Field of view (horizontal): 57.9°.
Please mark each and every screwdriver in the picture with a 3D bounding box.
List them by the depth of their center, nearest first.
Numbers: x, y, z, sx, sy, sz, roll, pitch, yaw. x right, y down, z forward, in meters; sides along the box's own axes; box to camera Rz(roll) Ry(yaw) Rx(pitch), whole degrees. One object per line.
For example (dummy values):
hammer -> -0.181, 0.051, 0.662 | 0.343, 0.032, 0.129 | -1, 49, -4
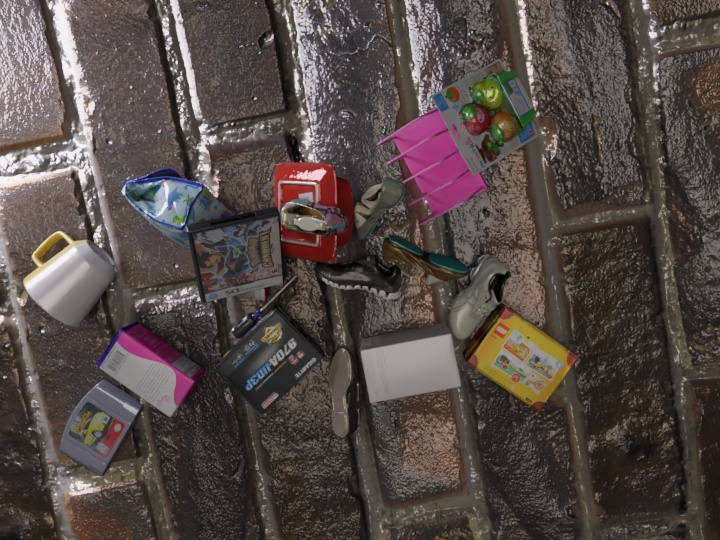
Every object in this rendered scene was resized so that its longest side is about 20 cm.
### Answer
screwdriver -> -0.215, 0.081, 1.465 | 0.200, 0.029, 0.028 | -44, 94, 11

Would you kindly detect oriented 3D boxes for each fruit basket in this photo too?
fruit basket -> 0.264, -0.321, 1.345 | 0.199, 0.094, 0.187 | -32, 96, -27

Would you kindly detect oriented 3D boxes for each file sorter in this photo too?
file sorter -> 0.143, -0.215, 1.349 | 0.138, 0.125, 0.201 | -26, 96, 35

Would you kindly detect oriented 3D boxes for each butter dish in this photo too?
butter dish -> -0.080, -0.128, 1.389 | 0.198, 0.147, 0.203 | 10, 103, 44

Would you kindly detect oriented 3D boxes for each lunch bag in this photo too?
lunch bag -> -0.373, -0.118, 1.352 | 0.198, 0.170, 0.129 | 13, 72, 28

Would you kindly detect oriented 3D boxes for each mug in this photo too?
mug -> -0.632, 0.003, 1.419 | 0.153, 0.149, 0.187 | -45, 100, -2

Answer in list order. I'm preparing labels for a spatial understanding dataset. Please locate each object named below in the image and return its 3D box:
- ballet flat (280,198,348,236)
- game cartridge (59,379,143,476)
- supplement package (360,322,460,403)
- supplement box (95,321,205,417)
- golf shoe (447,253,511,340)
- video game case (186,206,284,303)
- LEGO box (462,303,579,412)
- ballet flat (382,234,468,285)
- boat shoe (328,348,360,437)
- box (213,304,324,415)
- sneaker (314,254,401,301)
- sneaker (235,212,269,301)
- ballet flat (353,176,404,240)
ballet flat -> -0.110, -0.101, 1.269 | 0.199, 0.071, 0.070 | 14, 109, 44
game cartridge -> -0.608, 0.363, 1.512 | 0.132, 0.041, 0.201 | 31, 97, 2
supplement package -> 0.107, 0.200, 1.426 | 0.198, 0.121, 0.121 | -11, 96, 4
supplement box -> -0.464, 0.219, 1.456 | 0.199, 0.103, 0.102 | 36, 96, -1
golf shoe -> 0.258, 0.067, 1.410 | 0.078, 0.097, 0.202 | 16, 101, -30
video game case -> -0.247, -0.028, 1.316 | 0.179, 0.026, 0.201 | -14, 137, -16
LEGO box -> 0.350, 0.188, 1.438 | 0.199, 0.077, 0.150 | 35, 96, -2
ballet flat -> 0.136, -0.011, 1.434 | 0.198, 0.068, 0.073 | 21, 117, -1
boat shoe -> -0.032, 0.274, 1.479 | 0.066, 0.057, 0.203 | 4, 94, 37
box -> -0.204, 0.202, 1.468 | 0.200, 0.046, 0.159 | -42, 99, 6
sneaker -> 0.000, 0.000, 1.424 | 0.198, 0.067, 0.091 | 14, 118, -4
sneaker -> -0.259, -0.025, 1.431 | 0.087, 0.081, 0.202 | -8, 96, 1
ballet flat -> 0.022, -0.133, 1.369 | 0.063, 0.200, 0.068 | 19, 56, -20
